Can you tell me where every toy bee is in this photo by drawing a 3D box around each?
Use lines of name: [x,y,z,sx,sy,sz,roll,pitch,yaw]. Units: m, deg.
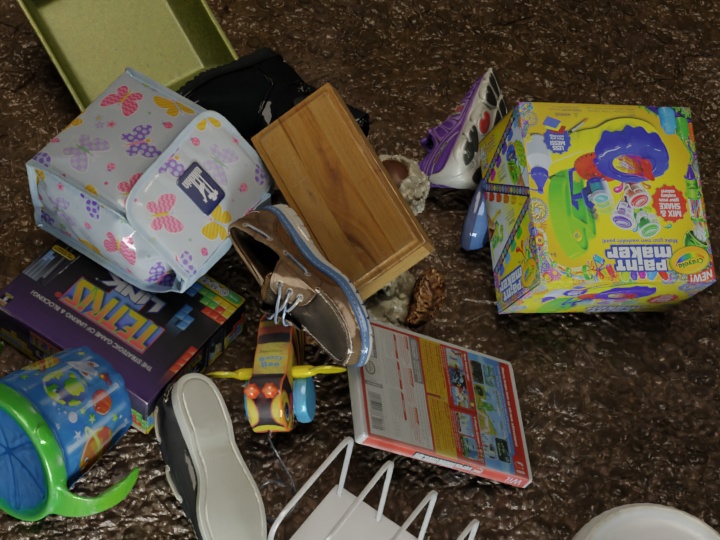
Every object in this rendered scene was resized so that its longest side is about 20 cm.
toy bee: [-0.075,0.113,1.566,0.130,0.109,0.201,-21,57,-2]

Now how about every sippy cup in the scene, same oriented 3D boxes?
sippy cup: [-0.286,0.140,1.527,0.130,0.139,0.179,-35,102,-43]

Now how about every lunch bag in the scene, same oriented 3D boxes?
lunch bag: [-0.203,-0.085,1.647,0.199,0.128,0.170,32,57,16]

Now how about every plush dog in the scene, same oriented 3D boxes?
plush dog: [0.000,0.000,1.698,0.198,0.160,0.174,-15,65,14]

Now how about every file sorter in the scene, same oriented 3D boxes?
file sorter: [0.025,0.265,1.472,0.199,0.125,0.139,32,52,17]

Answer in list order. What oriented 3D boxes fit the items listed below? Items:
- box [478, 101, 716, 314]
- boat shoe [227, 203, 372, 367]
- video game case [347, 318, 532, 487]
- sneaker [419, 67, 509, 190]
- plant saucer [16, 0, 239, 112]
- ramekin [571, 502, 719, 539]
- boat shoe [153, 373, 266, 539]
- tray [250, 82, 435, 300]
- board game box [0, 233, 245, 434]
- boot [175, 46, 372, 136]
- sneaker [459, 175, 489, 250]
box: [0.244,-0.062,1.727,0.198,0.122,0.195,-1,74,-18]
boat shoe: [-0.062,0.021,1.574,0.072,0.073,0.200,-13,49,-34]
video game case: [0.075,0.127,1.609,0.198,0.017,0.144,18,45,-28]
sneaker: [0.114,-0.162,1.868,0.083,0.081,0.200,-5,31,28]
plant saucer: [-0.266,-0.266,1.861,0.199,0.048,0.201,-31,91,-26]
ramekin: [0.260,0.307,1.489,0.198,0.106,0.202,4,51,-5]
boat shoe: [-0.145,0.198,1.537,0.073,0.060,0.202,-7,69,-43]
tray: [-0.020,-0.076,1.623,0.098,0.037,0.201,-34,69,9]
board game box: [-0.241,0.045,1.651,0.199,0.057,0.165,30,51,15]
boot: [-0.103,-0.159,1.826,0.168,0.077,0.199,36,48,24]
sneaker: [0.179,-0.085,1.817,0.082,0.074,0.200,33,54,15]
